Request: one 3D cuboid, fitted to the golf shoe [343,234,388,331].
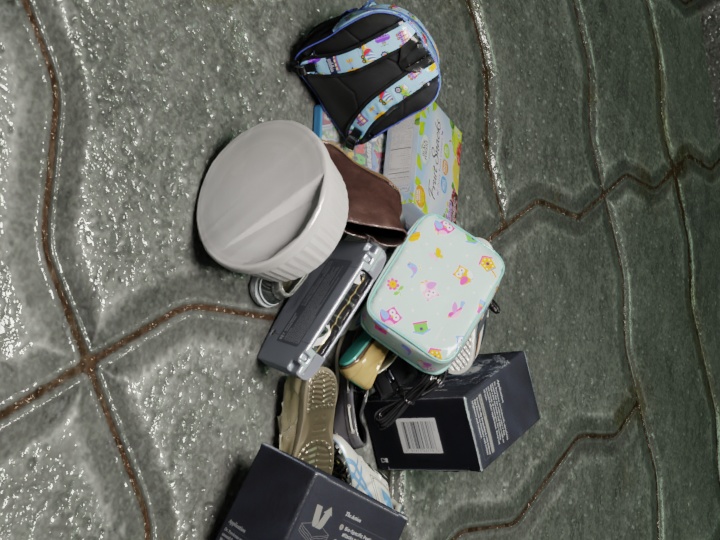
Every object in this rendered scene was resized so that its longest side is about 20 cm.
[{"bbox_3d":[-0.015,-0.017,1.368,0.097,0.077,0.204,31,61,-37],"label":"golf shoe"}]

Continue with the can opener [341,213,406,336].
[{"bbox_3d":[0.000,0.000,1.308,0.202,0.052,0.067,-58,149,-23],"label":"can opener"}]

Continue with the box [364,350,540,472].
[{"bbox_3d":[0.142,0.216,1.431,0.199,0.194,0.120,-24,102,-50],"label":"box"}]

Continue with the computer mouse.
[{"bbox_3d":[0.067,0.134,1.360,0.046,0.140,0.201,45,20,-17],"label":"computer mouse"}]

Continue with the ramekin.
[{"bbox_3d":[-0.105,-0.079,1.176,0.094,0.199,0.207,38,56,-54],"label":"ramekin"}]

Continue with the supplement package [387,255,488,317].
[{"bbox_3d":[0.110,0.020,1.488,0.198,0.108,0.117,7,79,-51],"label":"supplement package"}]

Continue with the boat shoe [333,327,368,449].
[{"bbox_3d":[0.000,0.167,1.364,0.072,0.062,0.204,33,60,-45],"label":"boat shoe"}]

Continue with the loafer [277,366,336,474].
[{"bbox_3d":[-0.078,0.226,1.258,0.075,0.068,0.205,8,94,-39],"label":"loafer"}]

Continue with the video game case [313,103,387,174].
[{"bbox_3d":[-0.005,-0.160,1.445,0.198,0.018,0.146,16,72,-50],"label":"video game case"}]

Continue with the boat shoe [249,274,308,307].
[{"bbox_3d":[-0.081,-0.030,1.286,0.072,0.070,0.202,49,49,-34],"label":"boat shoe"}]

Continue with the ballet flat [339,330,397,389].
[{"bbox_3d":[0.041,0.087,1.344,0.063,0.068,0.201,46,67,-19],"label":"ballet flat"}]

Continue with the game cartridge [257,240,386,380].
[{"bbox_3d":[-0.055,0.049,1.239,0.040,0.132,0.202,42,74,-30],"label":"game cartridge"}]

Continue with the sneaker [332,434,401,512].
[{"bbox_3d":[0.000,0.301,1.334,0.073,0.071,0.202,-47,127,-27],"label":"sneaker"}]

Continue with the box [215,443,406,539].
[{"bbox_3d":[-0.072,0.355,1.154,0.196,0.116,0.203,38,74,-42],"label":"box"}]

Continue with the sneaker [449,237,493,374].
[{"bbox_3d":[0.156,0.050,1.386,0.079,0.077,0.204,-6,109,-78],"label":"sneaker"}]

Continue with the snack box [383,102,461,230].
[{"bbox_3d":[0.103,-0.168,1.523,0.168,0.066,0.204,35,55,-54],"label":"snack box"}]

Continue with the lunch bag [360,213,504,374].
[{"bbox_3d":[0.098,0.028,1.285,0.201,0.159,0.077,-55,171,-26],"label":"lunch bag"}]

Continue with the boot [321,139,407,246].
[{"bbox_3d":[-0.032,-0.108,1.255,0.196,0.073,0.167,15,27,-14],"label":"boot"}]

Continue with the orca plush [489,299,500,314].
[{"bbox_3d":[0.175,-0.001,1.429,0.201,0.070,0.106,52,47,-33],"label":"orca plush"}]

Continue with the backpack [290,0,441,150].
[{"bbox_3d":[0.026,-0.304,1.349,0.184,0.198,0.135,52,39,-21],"label":"backpack"}]
